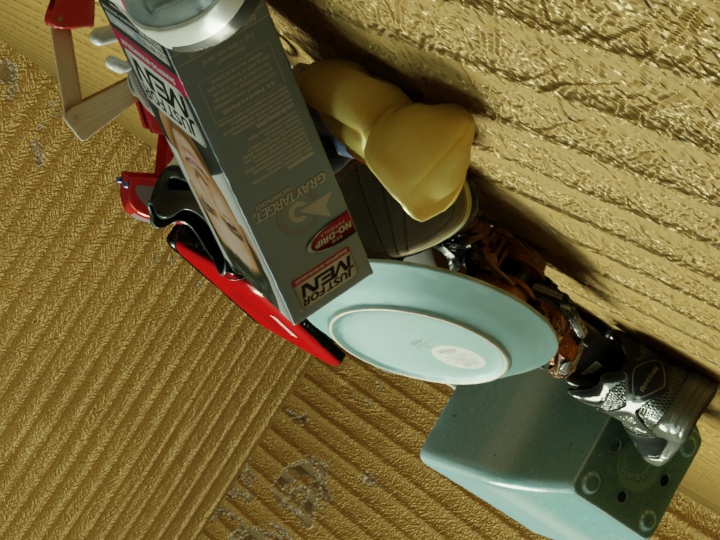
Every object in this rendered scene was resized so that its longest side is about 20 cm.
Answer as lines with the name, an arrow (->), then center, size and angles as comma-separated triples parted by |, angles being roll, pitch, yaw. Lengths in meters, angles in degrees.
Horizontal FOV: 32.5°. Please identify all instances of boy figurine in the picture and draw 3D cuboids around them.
boy figurine -> 0.013, -0.071, 0.707 | 0.124, 0.065, 0.200 | 42, 176, -27

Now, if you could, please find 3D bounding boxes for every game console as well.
game console -> -0.087, -0.021, 1.182 | 0.172, 0.119, 0.200 | 27, 169, 31

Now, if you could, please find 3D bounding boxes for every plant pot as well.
plant pot -> 0.220, 0.171, 1.240 | 0.195, 0.197, 0.200 | 35, 171, -26

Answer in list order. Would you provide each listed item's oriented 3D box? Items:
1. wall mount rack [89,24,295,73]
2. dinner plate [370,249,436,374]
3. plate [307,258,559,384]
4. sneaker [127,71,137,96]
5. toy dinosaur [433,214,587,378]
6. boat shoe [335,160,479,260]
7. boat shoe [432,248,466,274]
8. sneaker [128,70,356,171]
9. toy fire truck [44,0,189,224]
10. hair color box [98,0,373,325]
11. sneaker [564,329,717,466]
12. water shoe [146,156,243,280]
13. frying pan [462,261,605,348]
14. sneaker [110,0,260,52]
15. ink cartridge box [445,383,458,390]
wall mount rack -> -0.146, -0.162, 0.801 | 0.199, 0.075, 0.174 | 31, 176, 27
dinner plate -> 0.000, 0.000, 1.088 | 0.200, 0.024, 0.201 | 35, 137, 42
plate -> 0.044, 0.047, 0.903 | 0.199, 0.026, 0.200 | 12, 156, 6
sneaker -> -0.095, -0.126, 1.011 | 0.200, 0.074, 0.089 | 36, -170, -15
toy dinosaur -> 0.102, 0.004, 0.934 | 0.135, 0.102, 0.201 | 10, 126, 44
boat shoe -> 0.010, -0.039, 0.870 | 0.199, 0.074, 0.065 | -9, 178, 44
boat shoe -> 0.077, 0.011, 1.132 | 0.069, 0.074, 0.200 | 5, 148, 44
sneaker -> -0.080, -0.110, 0.920 | 0.200, 0.078, 0.112 | 32, 176, 27
toy fire truck -> -0.200, -0.142, 1.051 | 0.140, 0.201, 0.049 | 4, -170, -22
hair color box -> -0.069, -0.076, 0.697 | 0.099, 0.060, 0.201 | 40, 159, 49
sneaker -> 0.238, 0.107, 1.064 | 0.114, 0.076, 0.199 | 34, 174, 18
water shoe -> -0.087, -0.019, 1.041 | 0.199, 0.079, 0.072 | 32, 159, -6
frying pan -> 0.157, 0.033, 1.120 | 0.190, 0.031, 0.115 | 37, 176, -6
sneaker -> -0.123, -0.164, 0.536 | 0.120, 0.084, 0.200 | 24, -175, -38
ink cartridge box -> 0.137, 0.084, 1.344 | 0.200, 0.115, 0.068 | 34, 177, -31
